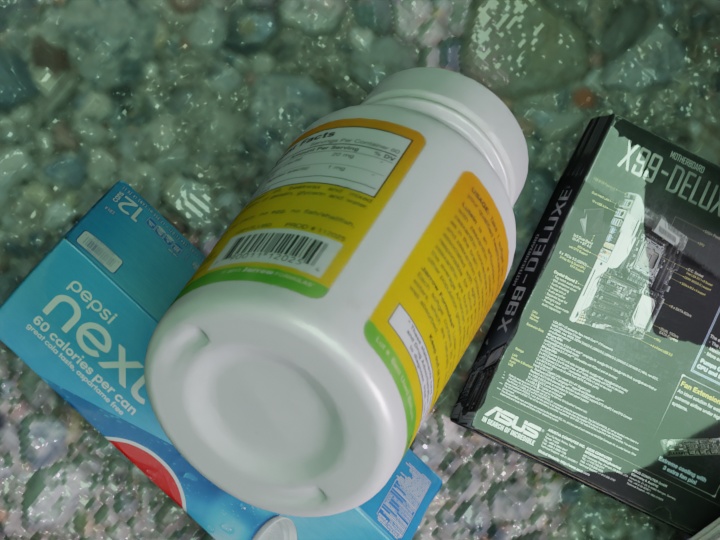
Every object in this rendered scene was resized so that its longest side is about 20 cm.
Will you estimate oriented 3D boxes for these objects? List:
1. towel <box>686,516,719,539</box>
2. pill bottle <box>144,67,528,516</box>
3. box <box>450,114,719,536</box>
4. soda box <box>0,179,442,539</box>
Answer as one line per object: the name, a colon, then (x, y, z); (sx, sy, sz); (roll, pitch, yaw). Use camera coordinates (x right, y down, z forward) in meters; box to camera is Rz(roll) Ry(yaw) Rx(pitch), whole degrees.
towel: (0.219, 0.183, 1.071); (0.200, 0.147, 0.024); (38, 47, -5)
pill bottle: (0.000, 0.000, 1.003); (0.111, 0.111, 0.200); (40, 43, -6)
box: (0.164, 0.041, 1.096); (0.200, 0.050, 0.158); (25, 87, -7)
soda box: (-0.063, 0.059, 1.048); (0.200, 0.064, 0.068); (44, 122, -5)
